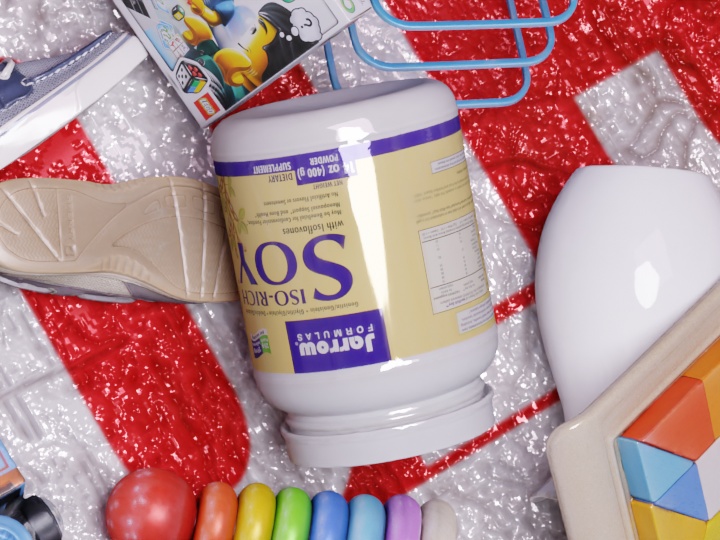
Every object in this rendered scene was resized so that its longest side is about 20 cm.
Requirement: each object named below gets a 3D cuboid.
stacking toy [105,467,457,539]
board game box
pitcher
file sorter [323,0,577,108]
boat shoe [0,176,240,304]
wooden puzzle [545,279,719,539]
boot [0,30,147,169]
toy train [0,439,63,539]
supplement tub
[{"bbox_3d":[-0.049,0.155,1.629,0.199,0.085,0.086,12,75,-6],"label":"stacking toy"},{"bbox_3d":[-0.099,-0.197,1.629,0.200,0.126,0.035,55,33,-3],"label":"board game box"},{"bbox_3d":[0.183,0.043,1.704,0.171,0.121,0.201,5,87,-36],"label":"pitcher"},{"bbox_3d":[0.060,-0.194,1.650,0.138,0.200,0.123,-4,64,-18],"label":"file sorter"},{"bbox_3d":[-0.142,-0.016,1.640,0.199,0.065,0.072,3,82,-34],"label":"boat shoe"},{"bbox_3d":[0.198,0.116,1.641,0.200,0.037,0.186,-37,126,-32],"label":"wooden puzzle"},{"bbox_3d":[-0.223,-0.102,1.631,0.200,0.073,0.090,-37,95,-19],"label":"boot"},{"bbox_3d":[-0.265,0.161,1.560,0.200,0.087,0.114,-29,78,-17],"label":"toy train"},{"bbox_3d":[0.000,0.000,1.620,0.145,0.145,0.201,-13,98,-18],"label":"supplement tub"}]
